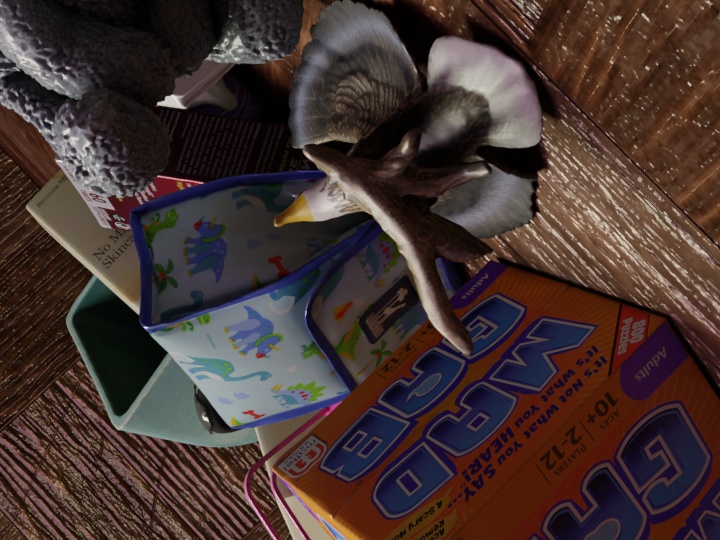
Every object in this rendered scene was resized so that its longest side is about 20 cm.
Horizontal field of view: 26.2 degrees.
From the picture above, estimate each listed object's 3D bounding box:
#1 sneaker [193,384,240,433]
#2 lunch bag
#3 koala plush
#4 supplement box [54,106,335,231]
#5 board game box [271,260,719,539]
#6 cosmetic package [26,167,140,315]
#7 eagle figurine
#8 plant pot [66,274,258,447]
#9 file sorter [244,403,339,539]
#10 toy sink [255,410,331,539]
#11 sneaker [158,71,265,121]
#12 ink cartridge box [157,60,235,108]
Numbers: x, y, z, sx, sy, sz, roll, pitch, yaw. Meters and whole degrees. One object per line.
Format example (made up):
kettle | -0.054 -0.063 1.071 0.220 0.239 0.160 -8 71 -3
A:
sneaker | -0.043 0.065 1.201 0.079 0.200 0.074 7 120 53
lunch bag | -0.034 0.014 1.073 0.170 0.200 0.128 61 -167 -56
koala plush | -0.150 -0.179 0.826 0.184 0.177 0.200 35 158 20
supplement box | -0.112 -0.066 1.155 0.200 0.061 0.109 9 156 16
board game box | 0.109 0.146 0.937 0.200 0.200 0.200 52 167 -23
cosmetic package | -0.164 -0.020 1.249 0.200 0.105 0.071 37 169 28
eagle figurine | 0.020 -0.062 0.828 0.200 0.151 0.152 -67 -18 -71
plant pot | -0.132 0.056 1.503 0.200 0.196 0.196 27 -164 -37
file sorter | 0.020 0.172 1.214 0.139 0.125 0.200 55 147 -6
toy sink | -0.021 0.197 1.465 0.200 0.112 0.131 74 176 -50
sneaker | -0.117 -0.111 1.223 0.083 0.081 0.200 35 173 -5
ink cartridge box | -0.160 -0.193 1.059 0.146 0.084 0.200 51 168 -20
